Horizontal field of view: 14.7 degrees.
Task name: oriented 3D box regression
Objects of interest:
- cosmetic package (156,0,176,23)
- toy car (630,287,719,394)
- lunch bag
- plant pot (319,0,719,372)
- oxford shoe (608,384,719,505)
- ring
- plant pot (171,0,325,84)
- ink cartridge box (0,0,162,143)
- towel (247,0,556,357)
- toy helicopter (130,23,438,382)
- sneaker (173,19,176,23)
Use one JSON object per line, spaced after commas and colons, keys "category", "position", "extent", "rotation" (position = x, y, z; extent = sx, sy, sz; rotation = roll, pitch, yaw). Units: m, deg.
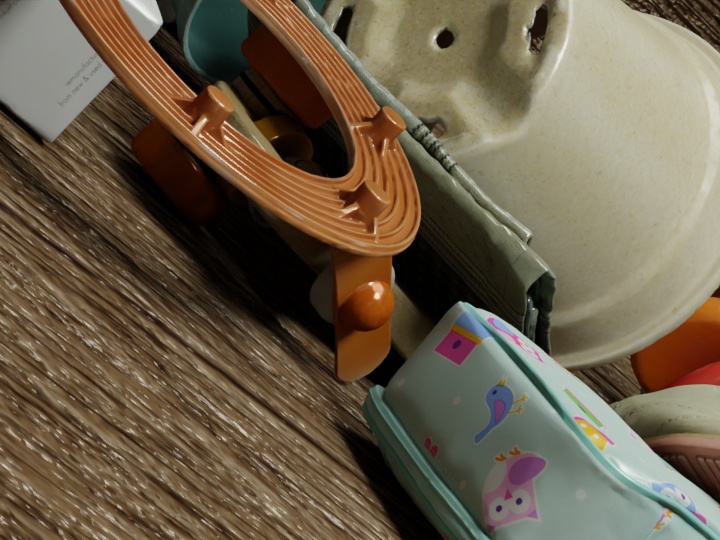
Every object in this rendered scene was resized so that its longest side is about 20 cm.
{"category": "cosmetic package", "position": [-0.158, -0.230, 1.492], "extent": [0.200, 0.074, 0.102], "rotation": [49, 10, 22]}
{"category": "toy car", "position": [0.246, 0.089, 1.686], "extent": [0.200, 0.175, 0.150], "rotation": [47, 43, 15]}
{"category": "lunch bag", "position": [0.096, 0.105, 1.071], "extent": [0.200, 0.077, 0.160], "rotation": [41, 3, -36]}
{"category": "plant pot", "position": [0.073, -0.075, 1.345], "extent": [0.201, 0.200, 0.183], "rotation": [50, 4, 33]}
{"category": "oxford shoe", "position": [0.157, 0.077, 1.202], "extent": [0.200, 0.074, 0.071], "rotation": [1, -49, 53]}
{"category": "ring", "position": [-0.046, -0.086, 1.044], "extent": [0.200, 0.019, 0.201], "rotation": [39, 20, -18]}
{"category": "plant pot", "position": [-0.016, -0.197, 1.381], "extent": [0.200, 0.200, 0.135], "rotation": [27, 38, -64]}
{"category": "ink cartridge box", "position": [-0.173, -0.151, 1.056], "extent": [0.200, 0.068, 0.115], "rotation": [42, 10, -23]}
{"category": "towel", "position": [0.019, -0.024, 1.233], "extent": [0.200, 0.034, 0.193], "rotation": [49, -18, 20]}
{"category": "toy helicopter", "position": [0.000, 0.000, 1.144], "extent": [0.200, 0.079, 0.132], "rotation": [48, 3, -34]}
{"category": "sneaker", "position": [-0.069, -0.141, 1.552], "extent": [0.200, 0.076, 0.088], "rotation": [52, -5, 25]}
